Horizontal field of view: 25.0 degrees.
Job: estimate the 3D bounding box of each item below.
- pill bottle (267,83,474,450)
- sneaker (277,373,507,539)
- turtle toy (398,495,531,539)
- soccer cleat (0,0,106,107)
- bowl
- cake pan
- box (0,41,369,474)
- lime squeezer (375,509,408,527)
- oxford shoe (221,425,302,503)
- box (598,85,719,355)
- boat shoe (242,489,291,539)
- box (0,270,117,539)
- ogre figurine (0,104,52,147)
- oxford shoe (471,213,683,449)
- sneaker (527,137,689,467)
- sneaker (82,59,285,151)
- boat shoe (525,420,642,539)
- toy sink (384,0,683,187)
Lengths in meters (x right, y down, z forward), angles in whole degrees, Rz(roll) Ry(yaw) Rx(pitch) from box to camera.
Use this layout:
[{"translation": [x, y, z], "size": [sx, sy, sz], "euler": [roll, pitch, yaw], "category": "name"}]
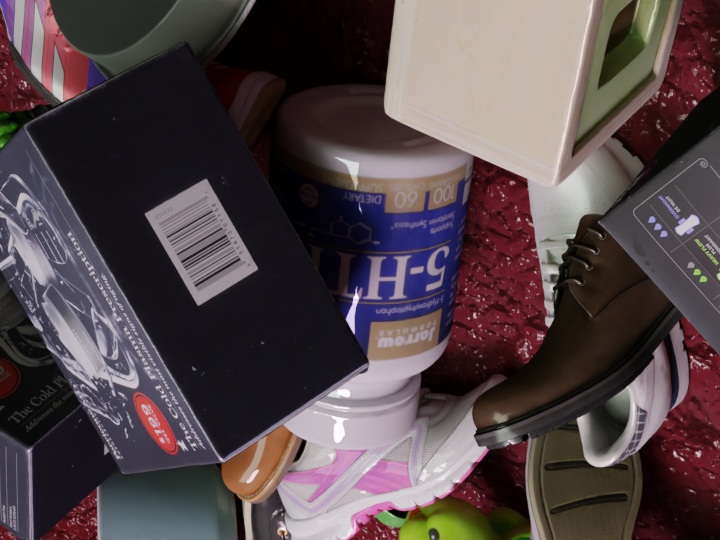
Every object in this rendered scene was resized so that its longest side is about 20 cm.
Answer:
[{"translation": [0.000, 0.000, 0.977], "size": [0.119, 0.120, 0.201], "euler": [20, 120, 27], "category": "pill bottle"}, {"translation": [0.014, 0.113, 1.071], "size": [0.200, 0.081, 0.088], "euler": [-30, 95, 23], "category": "sneaker"}, {"translation": [0.108, 0.223, 1.071], "size": [0.200, 0.101, 0.146], "euler": [46, 129, 2], "category": "turtle toy"}, {"translation": [-0.200, -0.183, 1.053], "size": [0.073, 0.068, 0.200], "euler": [-41, 76, 47], "category": "soccer cleat"}, {"translation": [-0.149, 0.217, 1.244], "size": [0.105, 0.201, 0.201], "euler": [-2, 128, -8], "category": "bowl"}, {"translation": [-0.118, -0.202, 0.928], "size": [0.200, 0.037, 0.201], "euler": [-15, 69, 44], "category": "cake pan"}, {"translation": [-0.116, 0.002, 0.906], "size": [0.200, 0.104, 0.182], "euler": [60, 155, -4], "category": "box"}, {"translation": [0.026, 0.139, 1.136], "size": [0.071, 0.038, 0.200], "euler": [-20, 105, 45], "category": "lime squeezer"}, {"translation": [-0.069, 0.055, 1.067], "size": [0.071, 0.071, 0.201], "euler": [20, 101, 52], "category": "oxford shoe"}, {"translation": [0.237, -0.059, 0.745], "size": [0.124, 0.149, 0.200], "euler": [47, 137, 0], "category": "box"}, {"translation": [-0.061, 0.181, 1.220], "size": [0.063, 0.074, 0.202], "euler": [2, 116, 0], "category": "boat shoe"}, {"translation": [-0.238, 0.061, 1.163], "size": [0.182, 0.200, 0.104], "euler": [28, 135, 20], "category": "box"}, {"translation": [-0.147, -0.045, 1.086], "size": [0.200, 0.120, 0.098], "euler": [35, 139, 16], "category": "ogre figurine"}, {"translation": [0.125, 0.018, 0.866], "size": [0.084, 0.200, 0.073], "euler": [52, 162, -5], "category": "oxford shoe"}, {"translation": [0.136, 0.014, 0.930], "size": [0.076, 0.080, 0.200], "euler": [-3, 115, 42], "category": "sneaker"}, {"translation": [-0.108, -0.108, 0.965], "size": [0.112, 0.071, 0.200], "euler": [32, 179, -7], "category": "sneaker"}, {"translation": [0.132, 0.167, 0.995], "size": [0.074, 0.201, 0.068], "euler": [3, 161, -12], "category": "boat shoe"}, {"translation": [0.101, -0.165, 0.796], "size": [0.112, 0.130, 0.200], "euler": [26, 131, 23], "category": "toy sink"}]
